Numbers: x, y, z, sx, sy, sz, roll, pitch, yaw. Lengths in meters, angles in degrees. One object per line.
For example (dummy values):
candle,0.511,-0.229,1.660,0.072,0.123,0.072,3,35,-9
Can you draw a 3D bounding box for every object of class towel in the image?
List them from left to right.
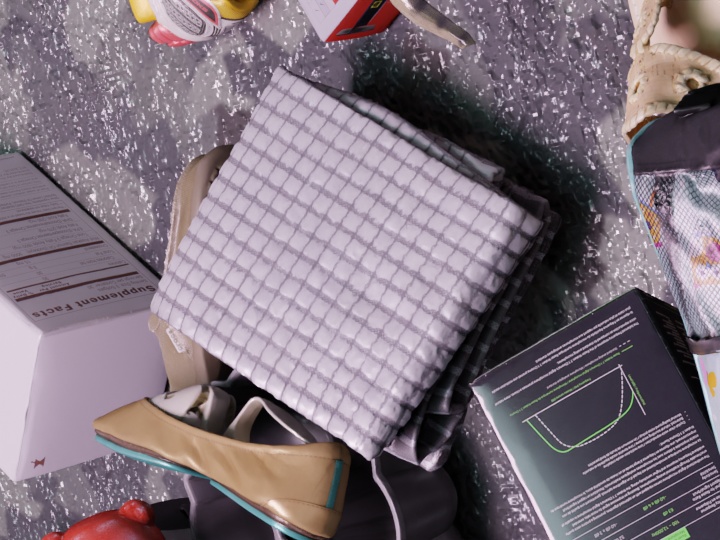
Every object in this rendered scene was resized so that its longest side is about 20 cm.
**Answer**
towel,0.000,0.000,1.344,0.199,0.085,0.166,30,88,36

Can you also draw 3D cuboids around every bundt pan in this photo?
bundt pan,-0.015,0.143,1.455,0.201,0.075,0.204,18,114,45

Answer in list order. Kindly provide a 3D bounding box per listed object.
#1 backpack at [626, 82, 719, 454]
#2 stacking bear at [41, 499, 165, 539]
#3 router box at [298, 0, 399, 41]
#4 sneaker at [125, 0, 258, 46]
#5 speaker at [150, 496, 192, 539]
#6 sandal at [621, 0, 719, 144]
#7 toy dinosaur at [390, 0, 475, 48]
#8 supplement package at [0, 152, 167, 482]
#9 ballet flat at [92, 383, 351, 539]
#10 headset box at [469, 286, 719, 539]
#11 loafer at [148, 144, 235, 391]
backpack,0.227,0.011,1.056,0.153,0.175,0.202,4,109,53
stacking bear,-0.125,0.239,1.492,0.114,0.121,0.201,-62,-50,-83
router box,-0.008,-0.257,1.344,0.180,0.049,0.201,-46,67,46
sneaker,-0.104,-0.235,1.454,0.082,0.078,0.201,-3,108,46
speaker,-0.099,0.247,1.586,0.081,0.081,0.202,6,106,48
sandal,0.161,-0.069,1.188,0.077,0.069,0.213,-29,79,49
toy dinosaur,-0.010,-0.198,1.293,0.088,0.047,0.201,-20,90,44
supplement package,-0.227,0.027,1.637,0.200,0.117,0.118,40,128,35
ballet flat,-0.076,0.099,1.420,0.199,0.068,0.063,20,88,42
headset box,0.155,0.123,1.162,0.092,0.174,0.201,-31,76,13
loafer,-0.095,0.018,1.511,0.067,0.076,0.202,18,115,38
